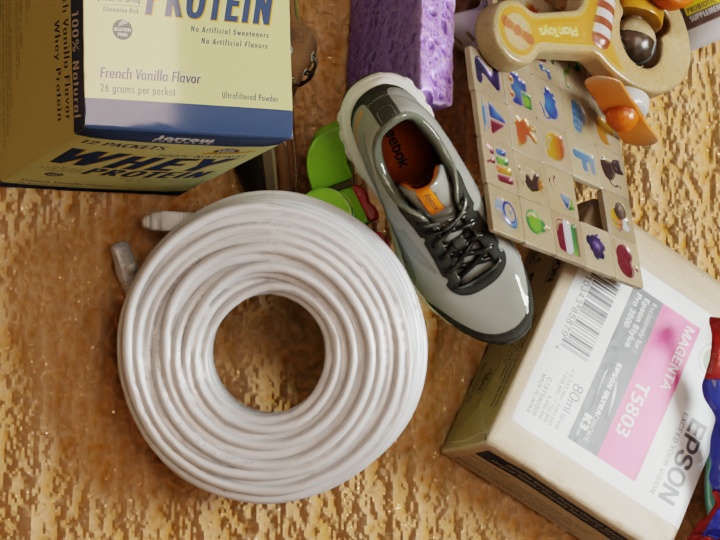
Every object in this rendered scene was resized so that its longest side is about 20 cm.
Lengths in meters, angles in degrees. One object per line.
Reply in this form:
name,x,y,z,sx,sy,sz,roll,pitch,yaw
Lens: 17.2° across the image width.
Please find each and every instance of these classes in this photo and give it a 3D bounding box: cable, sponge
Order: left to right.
cable,-0.057,0.049,1.527,0.198,0.069,0.202,-10,91,4
sponge,0.029,-0.200,1.622,0.030,0.111,0.202,7,79,-26

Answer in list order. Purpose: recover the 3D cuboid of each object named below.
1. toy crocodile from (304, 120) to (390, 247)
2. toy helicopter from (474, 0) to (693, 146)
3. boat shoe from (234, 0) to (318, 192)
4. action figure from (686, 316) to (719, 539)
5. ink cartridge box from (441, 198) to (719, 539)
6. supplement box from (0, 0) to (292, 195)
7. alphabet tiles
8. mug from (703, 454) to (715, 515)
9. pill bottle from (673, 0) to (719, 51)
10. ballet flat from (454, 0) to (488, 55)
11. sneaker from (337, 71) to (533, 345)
toy crocodile,0.000,0.000,1.591,0.061,0.068,0.202,-15,89,5
toy helicopter,0.155,-0.151,1.627,0.199,0.079,0.134,-6,84,-42
boat shoe,-0.059,-0.144,1.594,0.067,0.072,0.202,-8,86,-25
action figure,0.273,0.139,1.620,0.065,0.099,0.202,5,94,-45
ink cartridge box,0.172,0.078,1.667,0.164,0.075,0.201,31,69,-16
supplement box,-0.141,-0.163,1.488,0.133,0.199,0.202,2,81,-24
alphabet tiles,0.127,-0.098,1.610,0.167,0.008,0.202,19,56,-45
mug,0.339,0.137,1.685,0.114,0.152,0.187,7,97,-40
pill bottle,0.232,-0.265,1.728,0.109,0.109,0.201,-23,92,-26
ballet flat,0.085,-0.196,1.682,0.071,0.072,0.202,-9,86,-26
sneaker,0.050,-0.031,1.536,0.074,0.079,0.201,-33,109,0
